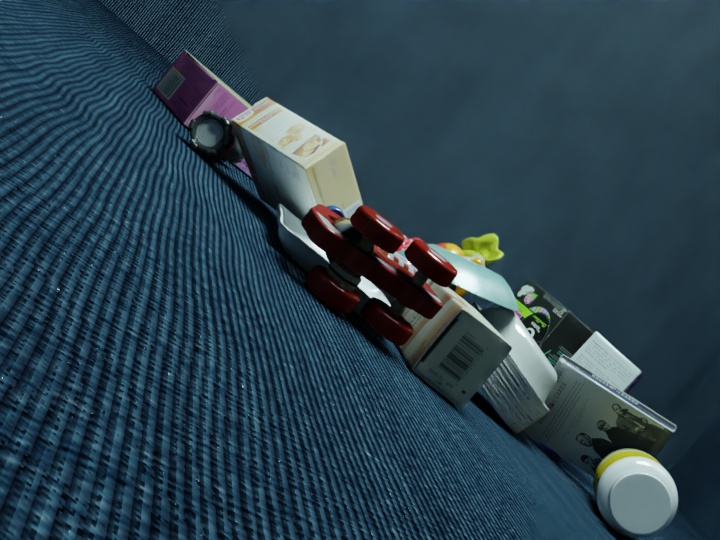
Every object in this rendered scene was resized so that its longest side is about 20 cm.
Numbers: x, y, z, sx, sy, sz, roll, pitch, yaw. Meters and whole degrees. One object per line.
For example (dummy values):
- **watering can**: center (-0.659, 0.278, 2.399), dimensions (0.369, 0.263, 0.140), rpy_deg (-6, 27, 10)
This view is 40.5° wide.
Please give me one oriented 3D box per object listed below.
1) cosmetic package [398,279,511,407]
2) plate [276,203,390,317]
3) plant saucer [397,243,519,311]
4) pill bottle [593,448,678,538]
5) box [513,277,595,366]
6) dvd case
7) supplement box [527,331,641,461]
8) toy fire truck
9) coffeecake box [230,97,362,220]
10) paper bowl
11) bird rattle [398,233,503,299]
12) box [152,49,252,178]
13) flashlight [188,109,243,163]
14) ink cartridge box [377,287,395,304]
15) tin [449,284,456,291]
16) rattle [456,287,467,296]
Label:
- **cosmetic package**: center (0.109, 0.085, 1.261), dimensions (0.087, 0.104, 0.200), rpy_deg (38, 3, -13)
- **plate**: center (-0.040, -0.003, 1.284), dimensions (0.200, 0.032, 0.200), rpy_deg (41, 5, -12)
- **plant saucer**: center (0.148, 0.001, 1.429), dimensions (0.200, 0.039, 0.201), rpy_deg (24, 4, -2)
- **pill bottle**: center (0.389, 0.316, 1.383), dimensions (0.111, 0.111, 0.200), rpy_deg (42, 3, 12)
- **box**: center (0.303, 0.146, 1.741), dimensions (0.124, 0.200, 0.149), rpy_deg (37, 6, -31)
- **dvd case**: center (0.363, 0.242, 1.515), dimensions (0.200, 0.151, 0.025), rpy_deg (33, 31, 14)
- **supplement box**: center (0.363, 0.210, 1.621), dimensions (0.103, 0.200, 0.101), rpy_deg (42, 5, 19)
- **toy fire truck**: center (0.009, -0.014, 1.163), dimensions (0.200, 0.112, 0.168), rpy_deg (32, 10, -26)
- **coffeecake box**: center (-0.089, -0.142, 1.416), dimensions (0.200, 0.073, 0.154), rpy_deg (36, -26, 42)
- **paper bowl**: center (0.219, 0.135, 1.472), dimensions (0.201, 0.104, 0.201), rpy_deg (54, 7, -9)
- **bird rattle**: center (0.139, -0.024, 1.646), dimensions (0.199, 0.113, 0.163), rpy_deg (14, 5, 3)
- **box**: center (-0.249, -0.276, 1.756), dimensions (0.200, 0.097, 0.176), rpy_deg (37, 6, -42)
- **flashlight**: center (-0.219, -0.201, 1.515), dimensions (0.068, 0.068, 0.200), rpy_deg (52, 0, -1)
- **ink cartridge box**: center (0.000, 0.000, 1.540), dimensions (0.176, 0.045, 0.200), rpy_deg (41, 4, -3)
- **tin**: center (0.089, 0.012, 1.484), dimensions (0.111, 0.042, 0.200), rpy_deg (20, 3, 1)
- **rattle**: center (0.169, 0.070, 1.700), dimensions (0.200, 0.142, 0.131), rpy_deg (-166, -117, -81)
